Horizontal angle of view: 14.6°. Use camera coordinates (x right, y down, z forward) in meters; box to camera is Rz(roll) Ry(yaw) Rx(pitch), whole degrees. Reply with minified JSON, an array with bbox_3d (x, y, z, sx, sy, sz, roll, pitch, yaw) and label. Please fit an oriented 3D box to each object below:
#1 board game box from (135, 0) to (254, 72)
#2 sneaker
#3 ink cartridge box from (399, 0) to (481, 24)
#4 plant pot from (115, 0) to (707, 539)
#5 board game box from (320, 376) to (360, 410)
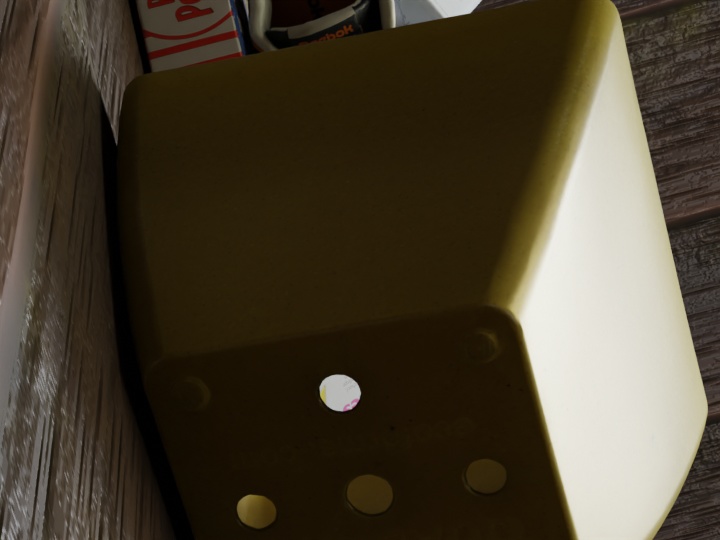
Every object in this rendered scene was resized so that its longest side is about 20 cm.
[{"bbox_3d":[-0.072,-0.107,1.381,0.200,0.046,0.152,68,8,-69],"label":"board game box"},{"bbox_3d":[-0.007,-0.082,1.308,0.079,0.078,0.200,-113,180,-87],"label":"sneaker"},{"bbox_3d":[0.004,-0.193,1.451,0.163,0.057,0.200,48,20,-4],"label":"ink cartridge box"},{"bbox_3d":[0.014,0.036,1.050,0.177,0.199,0.200,-76,153,-61],"label":"plant pot"},{"bbox_3d":[0.013,-0.013,1.263,0.034,0.200,0.135,14,-53,48],"label":"board game box"}]
